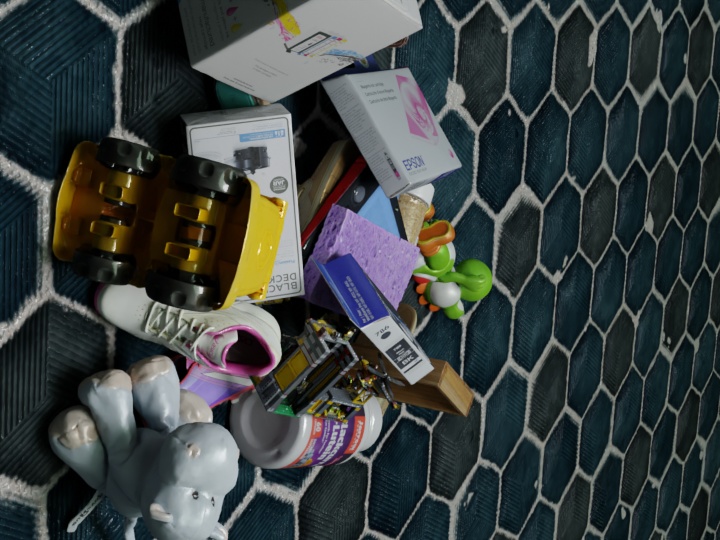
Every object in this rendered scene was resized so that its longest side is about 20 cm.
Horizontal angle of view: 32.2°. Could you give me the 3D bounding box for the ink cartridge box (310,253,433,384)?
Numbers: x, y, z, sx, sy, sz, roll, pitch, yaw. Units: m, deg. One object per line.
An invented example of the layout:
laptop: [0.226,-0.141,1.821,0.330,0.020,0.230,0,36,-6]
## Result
ink cartridge box: [0.016,0.049,1.396,0.039,0.100,0.200,-35,148,4]

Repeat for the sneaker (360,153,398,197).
sneaker: [0.003,-0.087,1.571,0.078,0.069,0.203,6,93,-65]

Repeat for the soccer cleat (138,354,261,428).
soccer cleat: [-0.166,0.111,1.358,0.199,0.066,0.077,-34,120,-47]

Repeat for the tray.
tray: [0.034,0.129,1.552,0.099,0.198,0.037,49,57,-51]

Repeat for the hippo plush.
hippo plush: [-0.205,0.191,1.190,0.159,0.160,0.202,29,87,-37]

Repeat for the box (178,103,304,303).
box: [-0.125,-0.068,1.326,0.115,0.060,0.203,-7,110,-14]

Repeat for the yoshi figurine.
yoshi figurine: [0.129,-0.015,1.762,0.113,0.111,0.201,-68,149,-32]

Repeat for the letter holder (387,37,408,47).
letter holder: [0.021,-0.371,1.461,0.100,0.141,0.203,-27,120,-52]

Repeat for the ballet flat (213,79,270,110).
ballet flat: [-0.111,-0.143,1.385,0.067,0.067,0.202,-71,155,-57]

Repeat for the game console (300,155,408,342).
game console: [-0.005,-0.021,1.495,0.178,0.031,0.201,-56,147,-31]

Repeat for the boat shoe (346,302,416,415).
boat shoe: [0.020,0.138,1.664,0.201,0.071,0.065,-61,150,-16]

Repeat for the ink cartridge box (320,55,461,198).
ink cartridge box: [0.032,-0.192,1.495,0.202,0.043,0.196,61,25,1]

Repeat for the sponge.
sponge: [0.000,0.000,1.466,0.199,0.030,0.113,25,88,-59]

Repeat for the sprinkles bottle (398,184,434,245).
sprinkles bottle: [0.039,-0.027,1.645,0.068,0.068,0.202,37,66,-55]

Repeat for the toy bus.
toy bus: [-0.168,-0.044,1.212,0.192,0.198,0.138,2,102,-72]

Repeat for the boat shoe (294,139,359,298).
boat shoe: [-0.064,-0.069,1.468,0.202,0.069,0.074,-66,152,-15]

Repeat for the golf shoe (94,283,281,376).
golf shoe: [-0.167,0.053,1.241,0.198,0.092,0.076,17,103,-17]

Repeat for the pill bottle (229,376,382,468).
pill bottle: [-0.058,0.179,1.500,0.199,0.110,0.113,10,89,-58]

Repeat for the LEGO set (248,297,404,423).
LEGO set: [-0.044,0.082,1.374,0.116,0.155,0.199,-44,137,19]

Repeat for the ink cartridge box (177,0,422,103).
ink cartridge box: [-0.065,-0.288,1.250,0.144,0.198,0.149,16,57,-57]
